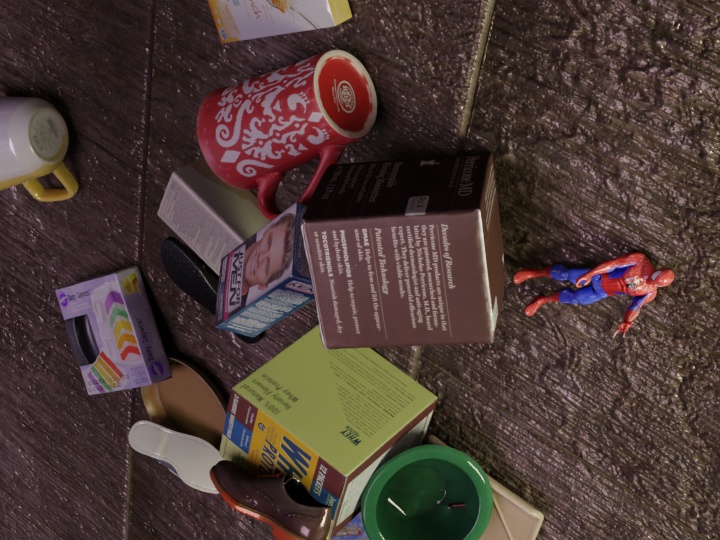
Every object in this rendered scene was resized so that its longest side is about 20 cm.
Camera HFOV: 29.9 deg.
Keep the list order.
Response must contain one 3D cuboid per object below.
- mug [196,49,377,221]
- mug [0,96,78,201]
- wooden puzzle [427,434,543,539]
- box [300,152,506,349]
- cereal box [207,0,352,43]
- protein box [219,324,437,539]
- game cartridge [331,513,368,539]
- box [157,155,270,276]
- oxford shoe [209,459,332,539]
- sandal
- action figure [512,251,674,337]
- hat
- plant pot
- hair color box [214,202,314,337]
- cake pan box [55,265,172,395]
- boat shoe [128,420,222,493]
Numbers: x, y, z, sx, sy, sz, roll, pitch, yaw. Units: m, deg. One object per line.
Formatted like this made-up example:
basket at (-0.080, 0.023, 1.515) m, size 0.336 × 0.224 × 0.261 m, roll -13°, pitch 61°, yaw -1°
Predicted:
mug at (-0.075, -0.169, 1.643) m, size 0.199 × 0.133 × 0.178 m, roll -16°, pitch 111°, yaw 42°
mug at (-0.510, -0.194, 2.043) m, size 0.152 × 0.186 × 0.151 m, roll -3°, pitch 81°, yaw 34°
wooden puzzle at (0.153, 0.328, 1.813) m, size 0.184 × 0.037 × 0.201 m, roll 34°, pitch 139°, yaw 23°
box at (0.054, -0.023, 1.527) m, size 0.198 × 0.166 × 0.165 m, roll -4°, pitch 116°, yaw 12°
cereal box at (-0.111, -0.354, 1.613) m, size 0.199 × 0.039 × 0.145 m, roll 0°, pitch 115°, yaw 43°
protein box at (-0.044, 0.207, 1.789) m, size 0.198 × 0.200 × 0.136 m, roll 34°, pitch 134°, yaw 21°
game cartridge at (-0.028, 0.337, 1.975) m, size 0.199 × 0.041 × 0.134 m, roll -18°, pitch 97°, yaw 50°
box at (-0.175, -0.054, 1.836) m, size 0.200 × 0.078 × 0.095 m, roll 44°, pitch 137°, yaw 12°
oxford shoe at (-0.110, 0.283, 1.715) m, size 0.199 × 0.071 × 0.073 m, roll 28°, pitch 104°, yaw 32°
sandal at (-0.212, 0.024, 1.955) m, size 0.200 × 0.045 × 0.075 m, roll 45°, pitch 145°, yaw -10°
action figure at (0.248, 0.027, 1.486) m, size 0.199 × 0.099 × 0.066 m, roll -10°, pitch 110°, yaw 43°
hat at (0.076, 0.290, 1.811) m, size 0.200 × 0.176 × 0.166 m, roll -42°, pitch 102°, yaw 10°
plant pot at (-0.269, 0.220, 2.139) m, size 0.199 × 0.027 × 0.201 m, roll 23°, pitch 130°, yaw 30°
hair color box at (-0.107, 0.002, 1.662) m, size 0.200 × 0.060 × 0.101 m, roll -32°, pitch 49°, yaw 51°
cake pan box at (-0.394, 0.098, 2.138) m, size 0.199 × 0.052 × 0.186 m, roll -11°, pitch 96°, yaw 47°
boat shoe at (-0.275, 0.296, 2.144) m, size 0.199 × 0.073 × 0.062 m, roll 23°, pitch 173°, yaw 22°
